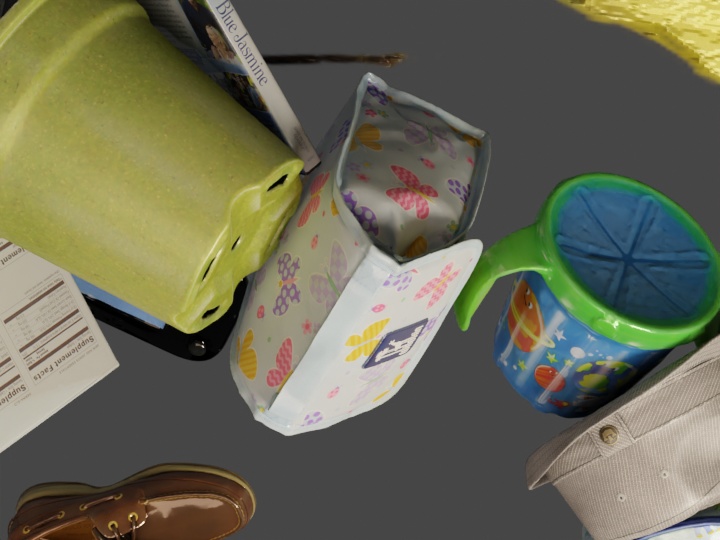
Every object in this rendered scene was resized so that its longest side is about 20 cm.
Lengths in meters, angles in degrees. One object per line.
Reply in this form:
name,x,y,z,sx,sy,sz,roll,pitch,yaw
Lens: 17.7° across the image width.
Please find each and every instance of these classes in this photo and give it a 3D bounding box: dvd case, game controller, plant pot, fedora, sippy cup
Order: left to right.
game controller,-0.177,-0.007,1.639,0.199,0.042,0.104,25,140,-5
plant pot,-0.142,-0.064,1.453,0.184,0.200,0.201,34,124,12
dvd case,-0.111,-0.152,1.503,0.142,0.018,0.201,13,138,58
sippy cup,0.156,0.027,1.552,0.177,0.140,0.131,32,134,2
fedora,0.209,0.120,1.551,0.199,0.177,0.091,-32,79,13

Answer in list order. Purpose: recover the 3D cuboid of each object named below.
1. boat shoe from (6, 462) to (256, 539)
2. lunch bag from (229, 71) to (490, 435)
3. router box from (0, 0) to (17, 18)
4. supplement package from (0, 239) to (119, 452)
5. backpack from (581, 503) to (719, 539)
boat shoe,-0.176,0.197,1.758,0.199,0.068,0.072,-9,120,17
lunch bag,0.000,0.000,1.519,0.127,0.200,0.170,27,122,-6
router box,-0.293,-0.167,1.510,0.148,0.051,0.200,5,154,9
supplement package,-0.300,0.024,1.578,0.151,0.151,0.201,-13,108,48
backpack,0.251,0.247,1.654,0.182,0.147,0.201,-19,115,21
